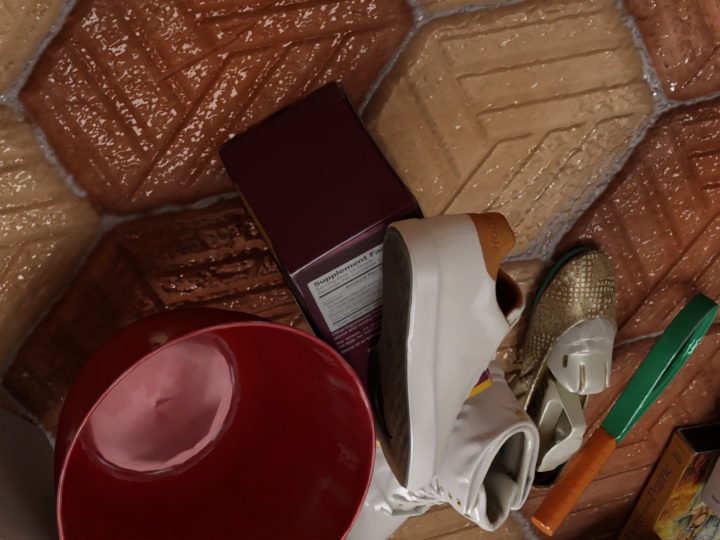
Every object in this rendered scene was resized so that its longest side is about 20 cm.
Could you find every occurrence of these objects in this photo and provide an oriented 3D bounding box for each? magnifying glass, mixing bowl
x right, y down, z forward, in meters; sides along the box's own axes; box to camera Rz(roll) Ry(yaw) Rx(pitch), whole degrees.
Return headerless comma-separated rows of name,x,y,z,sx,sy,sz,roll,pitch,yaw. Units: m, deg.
magnifying glass,0.185,0.099,1.834,0.200,0.022,0.080,-50,167,-10
mixing bowl,-0.101,0.098,1.556,0.199,0.108,0.201,-12,119,-22

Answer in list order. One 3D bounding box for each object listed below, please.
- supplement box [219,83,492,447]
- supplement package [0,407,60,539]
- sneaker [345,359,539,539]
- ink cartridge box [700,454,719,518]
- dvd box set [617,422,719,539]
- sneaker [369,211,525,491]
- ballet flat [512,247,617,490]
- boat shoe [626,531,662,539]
supplement box,0.000,0.000,1.581,0.085,0.111,0.200,-29,143,-3
supplement package,-0.285,0.174,1.542,0.200,0.147,0.191,-39,143,9
sneaker,0.048,0.143,1.774,0.073,0.116,0.201,-2,135,-36
ink cartridge box,0.360,0.108,1.952,0.144,0.084,0.201,3,119,-37
dvd box set,0.270,0.195,2.060,0.146,0.029,0.201,-4,134,-32
sneaker,0.055,0.049,1.521,0.084,0.073,0.201,-13,138,-18
ballet flat,0.142,0.074,1.803,0.070,0.065,0.201,-12,138,-25
boat shoe,0.160,0.263,2.026,0.199,0.068,0.072,-28,141,25
